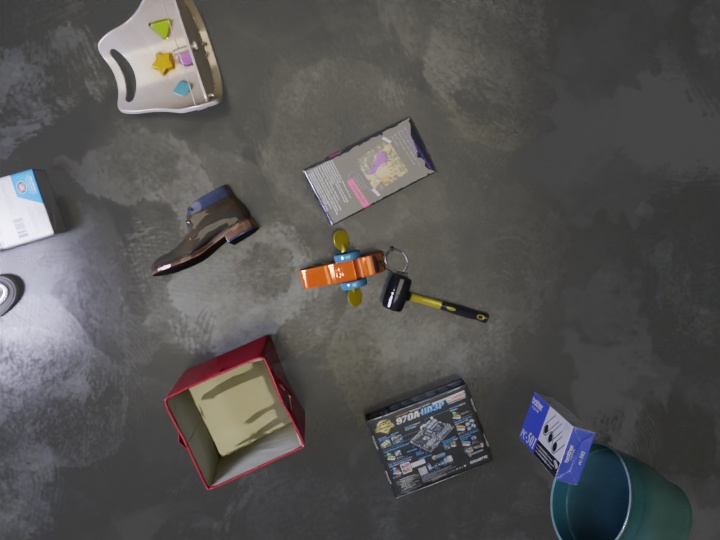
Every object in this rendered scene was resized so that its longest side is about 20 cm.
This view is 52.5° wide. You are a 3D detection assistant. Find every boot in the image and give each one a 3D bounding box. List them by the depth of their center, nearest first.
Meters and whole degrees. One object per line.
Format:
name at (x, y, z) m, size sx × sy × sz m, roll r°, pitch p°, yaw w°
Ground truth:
boot at (-0.685, 0.076, 1.239) m, size 0.200 × 0.096 × 0.074 m, roll -31°, pitch 98°, yaw 0°
boot at (-0.287, -0.068, 1.272) m, size 0.200 × 0.075 × 0.097 m, roll -27°, pitch 86°, yaw -8°

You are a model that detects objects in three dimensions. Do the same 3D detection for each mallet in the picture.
mallet at (0.141, 0.052, 1.328) m, size 0.200 × 0.041 × 0.066 m, roll 9°, pitch 99°, yaw -9°

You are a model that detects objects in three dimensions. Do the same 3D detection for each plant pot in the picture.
plant pot at (0.484, 0.430, 1.326) m, size 0.188 × 0.200 × 0.200 m, roll 19°, pitch 95°, yaw -21°

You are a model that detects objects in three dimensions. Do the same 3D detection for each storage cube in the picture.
storage cube at (-0.208, 0.234, 1.250) m, size 0.200 × 0.180 × 0.171 m, roll -24°, pitch 98°, yaw 0°

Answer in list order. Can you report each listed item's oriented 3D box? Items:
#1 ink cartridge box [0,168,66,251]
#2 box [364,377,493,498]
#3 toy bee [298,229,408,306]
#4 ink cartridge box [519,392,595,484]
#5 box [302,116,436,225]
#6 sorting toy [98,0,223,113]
ink cartridge box at (-0.623, -0.089, 1.238) m, size 0.200 × 0.068 × 0.116 m, roll -16°, pitch 97°, yaw -2°
box at (0.127, 0.309, 1.349) m, size 0.200 × 0.046 × 0.159 m, roll -21°, pitch 98°, yaw -1°
toy bee at (0.000, 0.000, 1.289) m, size 0.200 × 0.109 × 0.131 m, roll 12°, pitch 105°, yaw 19°
ink cartridge box at (0.341, 0.290, 1.284) m, size 0.044 × 0.200 × 0.094 m, roll 17°, pitch 95°, yaw -6°
box at (0.013, -0.168, 1.248) m, size 0.200 × 0.122 × 0.106 m, roll -27°, pitch 97°, yaw -1°
sorting toy at (-0.339, -0.348, 1.220) m, size 0.180 × 0.107 × 0.200 m, roll -16°, pitch 98°, yaw 5°
